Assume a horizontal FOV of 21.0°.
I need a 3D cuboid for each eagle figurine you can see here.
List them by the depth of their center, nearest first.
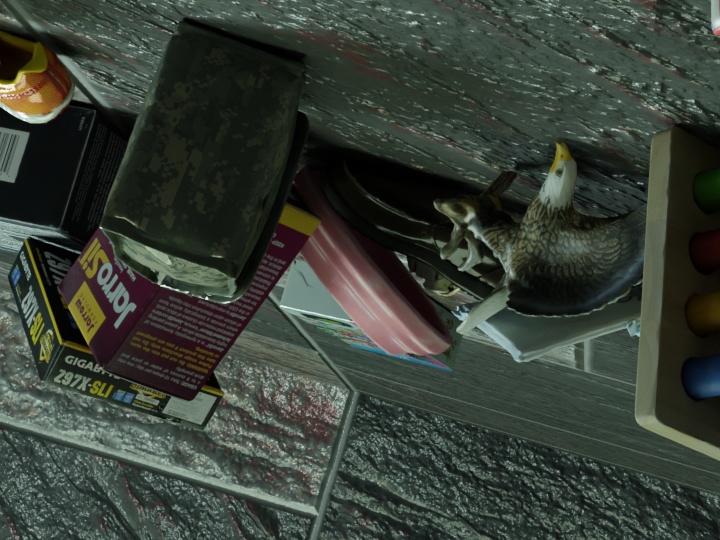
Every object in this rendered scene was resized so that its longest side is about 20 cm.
[{"bbox_3d":[0.156,-0.020,1.389,0.200,0.152,0.151,18,152,26],"label":"eagle figurine"}]

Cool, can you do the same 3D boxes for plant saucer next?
[{"bbox_3d":[0.000,0.000,1.683,0.201,0.051,0.201,50,-173,-9],"label":"plant saucer"}]

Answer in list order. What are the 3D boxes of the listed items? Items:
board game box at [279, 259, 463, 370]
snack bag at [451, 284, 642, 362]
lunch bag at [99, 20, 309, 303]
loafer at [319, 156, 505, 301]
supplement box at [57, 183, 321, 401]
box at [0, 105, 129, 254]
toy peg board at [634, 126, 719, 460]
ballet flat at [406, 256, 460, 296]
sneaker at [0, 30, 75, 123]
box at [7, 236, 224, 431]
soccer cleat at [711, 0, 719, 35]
[{"bbox_3d":[0.018,0.052,2.280,0.147,0.064,0.200,12,171,28],"label":"board game box"},{"bbox_3d":[0.185,0.025,1.465,0.200,0.021,0.189,-17,-167,-9],"label":"snack bag"},{"bbox_3d":[-0.111,-0.070,1.434,0.117,0.164,0.200,20,172,0],"label":"lunch bag"},{"bbox_3d":[0.060,-0.046,1.624,0.200,0.071,0.073,30,-162,-7],"label":"loafer"},{"bbox_3d":[-0.146,-0.014,1.625,0.103,0.200,0.131,24,-162,-39],"label":"supplement box"},{"bbox_3d":[-0.307,-0.084,1.845,0.200,0.123,0.198,12,169,22],"label":"box"},{"bbox_3d":[0.281,0.024,1.242,0.200,0.200,0.098,23,153,-37],"label":"toy peg board"},{"bbox_3d":[0.073,-0.016,1.744,0.070,0.065,0.200,15,171,16],"label":"ballet flat"},{"bbox_3d":[-0.321,-0.173,1.574,0.200,0.073,0.077,7,147,28],"label":"sneaker"},{"bbox_3d":[-0.222,0.055,1.740,0.159,0.049,0.200,18,-160,-27],"label":"box"},{"bbox_3d":[0.245,-0.109,0.816,0.200,0.077,0.067,17,171,0],"label":"soccer cleat"}]
